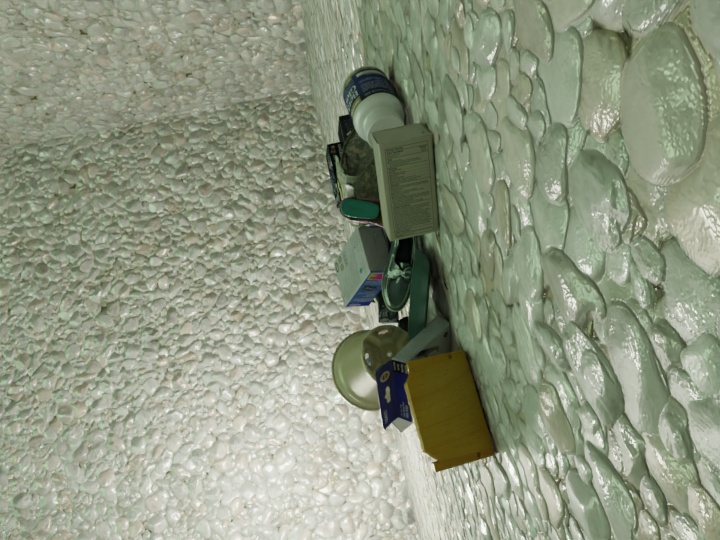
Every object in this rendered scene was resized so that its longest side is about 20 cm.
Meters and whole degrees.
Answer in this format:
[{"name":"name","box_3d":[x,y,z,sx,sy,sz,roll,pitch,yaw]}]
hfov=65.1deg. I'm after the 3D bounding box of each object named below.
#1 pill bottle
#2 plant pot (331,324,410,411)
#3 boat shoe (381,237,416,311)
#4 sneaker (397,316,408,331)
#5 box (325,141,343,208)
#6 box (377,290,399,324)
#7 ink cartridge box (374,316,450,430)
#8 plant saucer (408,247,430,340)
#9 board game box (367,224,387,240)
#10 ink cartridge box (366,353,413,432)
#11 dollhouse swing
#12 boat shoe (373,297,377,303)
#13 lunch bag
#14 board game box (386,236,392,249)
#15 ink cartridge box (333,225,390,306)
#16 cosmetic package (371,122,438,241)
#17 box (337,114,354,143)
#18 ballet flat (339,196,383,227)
[{"name":"pill bottle","box_3d":[0.031,-0.343,1.203,0.112,0.110,0.201,83,173,-46]},{"name":"plant pot","box_3d":[0.045,0.212,1.313,0.184,0.199,0.202,122,136,-65]},{"name":"boat shoe","box_3d":[0.089,-0.008,1.277,0.062,0.072,0.202,73,-153,-83]},{"name":"sneaker","box_3d":[0.149,0.179,1.394,0.115,0.076,0.200,87,167,-52]},{"name":"box","box_3d":[-0.057,-0.258,1.556,0.200,0.046,0.160,-154,51,-85]},{"name":"box","box_3d":[0.073,0.062,1.512,0.200,0.049,0.159,46,-141,-82]},{"name":"ink cartridge box","box_3d":[0.120,0.228,1.203,0.040,0.200,0.201,29,142,37]},{"name":"plant saucer","box_3d":[0.130,0.052,1.219,0.200,0.036,0.202,4,-90,-82]},{"name":"board game box","box_3d":[0.028,-0.118,1.541,0.200,0.041,0.202,111,147,-76]},{"name":"ink cartridge box","box_3d":[0.103,0.303,1.538,0.146,0.146,0.200,50,-177,-15]},{"name":"dollhouse swing","box_3d":[0.155,0.283,1.122,0.176,0.180,0.201,131,128,-62]},{"name":"boat shoe","box_3d":[0.019,0.053,1.569,0.199,0.066,0.075,-45,-48,-83]},{"name":"lunch bag","box_3d":[0.005,-0.224,1.345,0.165,0.117,0.201,83,-154,-49]},{"name":"board game box","box_3d":[0.092,-0.100,1.433,0.200,0.044,0.135,-115,15,-58]},{"name":"ink cartridge box","box_3d":[0.000,0.000,1.413,0.200,0.076,0.137,-53,44,48]},{"name":"cosmetic package","box_3d":[0.086,-0.166,1.072,0.073,0.103,0.201,-109,9,-58]},{"name":"box","box_3d":[0.006,-0.322,1.564,0.122,0.105,0.202,116,142,-82]},{"name":"ballet flat","box_3d":[0.052,-0.125,1.249,0.071,0.199,0.070,-5,-74,-74]}]
